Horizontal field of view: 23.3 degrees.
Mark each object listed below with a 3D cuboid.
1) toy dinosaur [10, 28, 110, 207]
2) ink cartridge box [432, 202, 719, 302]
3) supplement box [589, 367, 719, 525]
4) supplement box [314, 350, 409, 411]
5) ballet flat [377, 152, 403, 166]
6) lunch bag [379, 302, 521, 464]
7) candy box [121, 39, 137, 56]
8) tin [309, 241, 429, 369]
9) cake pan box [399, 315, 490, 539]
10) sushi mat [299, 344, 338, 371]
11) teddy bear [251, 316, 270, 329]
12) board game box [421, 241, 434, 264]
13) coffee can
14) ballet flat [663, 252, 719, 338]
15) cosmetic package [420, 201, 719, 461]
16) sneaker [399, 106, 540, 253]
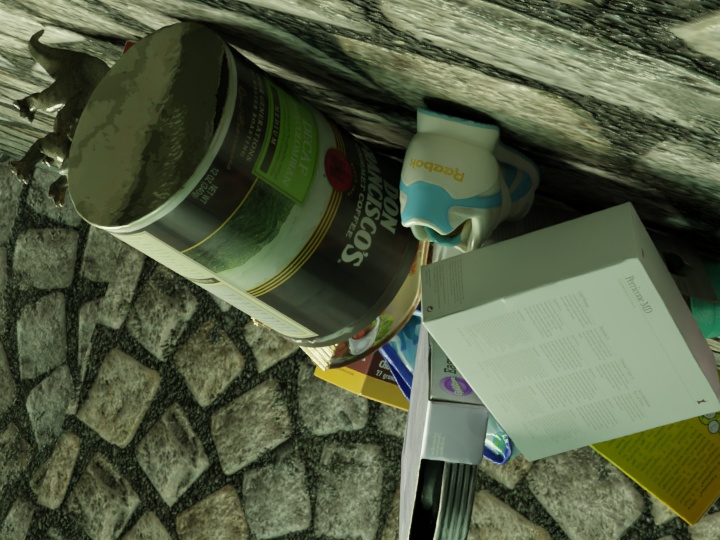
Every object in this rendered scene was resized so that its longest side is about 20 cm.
[{"bbox_3d":[-0.215,-0.116,1.344,0.077,0.102,0.201,46,-156,-39],"label":"toy dinosaur"},{"bbox_3d":[0.152,-0.004,1.285,0.198,0.051,0.161,15,-162,-1],"label":"ink cartridge box"},{"bbox_3d":[0.210,0.089,1.379,0.200,0.110,0.109,38,-176,-24],"label":"supplement box"},{"bbox_3d":[0.065,0.038,1.742,0.132,0.202,0.197,19,177,-14],"label":"supplement box"},{"bbox_3d":[0.048,-0.072,1.422,0.199,0.047,0.067,23,-152,32],"label":"ballet flat"},{"bbox_3d":[0.119,0.056,1.541,0.169,0.128,0.200,-24,-133,-37],"label":"lunch bag"},{"bbox_3d":[-0.095,-0.113,1.346,0.115,0.056,0.200,18,178,23],"label":"candy box"},{"bbox_3d":[0.000,0.000,1.363,0.042,0.111,0.201,54,156,30],"label":"tin"},{"bbox_3d":[0.062,0.126,1.345,0.052,0.186,0.200,5,-152,0],"label":"cake pan box"},{"bbox_3d":[-0.086,-0.012,1.334,0.200,0.012,0.096,43,150,13],"label":"sushi mat"},{"bbox_3d":[-0.029,-0.008,1.467,0.067,0.145,0.200,58,-158,16],"label":"teddy bear"},{"bbox_3d":[0.128,-0.009,1.437,0.198,0.030,0.095,8,-176,-32],"label":"board game box"},{"bbox_3d":[-0.075,-0.053,1.169,0.146,0.147,0.199,15,168,47],"label":"coffee can"},{"bbox_3d":[0.270,0.018,1.375,0.070,0.068,0.200,-6,-173,2],"label":"ballet flat"},{"bbox_3d":[0.147,0.047,1.191,0.149,0.052,0.200,-15,141,20],"label":"cosmetic package"},{"bbox_3d":[0.069,-0.053,1.188,0.076,0.082,0.200,16,178,20],"label":"sneaker"}]
